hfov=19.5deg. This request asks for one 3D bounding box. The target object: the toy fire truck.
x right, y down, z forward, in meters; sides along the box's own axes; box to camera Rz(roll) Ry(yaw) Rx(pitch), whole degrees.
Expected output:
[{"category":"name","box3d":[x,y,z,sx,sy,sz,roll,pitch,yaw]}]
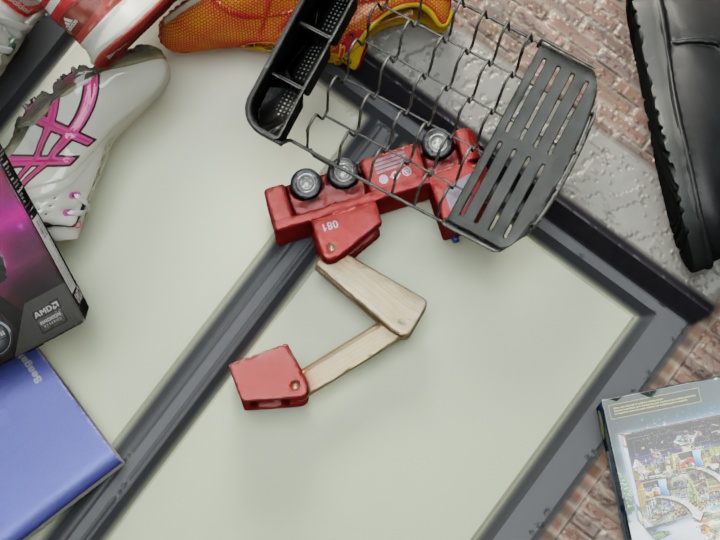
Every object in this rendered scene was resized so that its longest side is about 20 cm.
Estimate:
[{"category":"toy fire truck","box3d":[0.000,0.000,1.358,0.199,0.049,0.142,-17,79,-3]}]

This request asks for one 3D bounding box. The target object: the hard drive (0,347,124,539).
[{"category":"hard drive","box3d":[-0.270,0.133,1.347,0.200,0.025,0.132,-37,80,-6]}]

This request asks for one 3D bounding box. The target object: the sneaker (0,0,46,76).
[{"category":"sneaker","box3d":[-0.247,-0.162,1.352,0.093,0.070,0.201,-7,55,42]}]

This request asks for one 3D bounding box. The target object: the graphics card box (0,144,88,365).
[{"category":"graphics card box","box3d":[-0.269,-0.030,1.305,0.125,0.051,0.201,-27,101,0]}]

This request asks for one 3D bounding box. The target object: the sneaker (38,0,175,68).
[{"category":"sneaker","box3d":[-0.148,-0.226,1.346,0.116,0.078,0.200,44,41,-8]}]

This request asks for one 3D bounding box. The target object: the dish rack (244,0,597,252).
[{"category":"dish rack","box3d":[0.045,-0.110,1.324,0.199,0.055,0.154,28,84,5]}]

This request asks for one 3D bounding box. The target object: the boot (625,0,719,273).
[{"category":"boot","box3d":[0.270,-0.109,1.360,0.167,0.076,0.202,-10,72,3]}]

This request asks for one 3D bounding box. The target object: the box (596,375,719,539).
[{"category":"box","box3d":[0.261,0.132,1.330,0.198,0.038,0.138,-11,78,-1]}]

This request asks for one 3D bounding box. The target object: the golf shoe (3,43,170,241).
[{"category":"golf shoe","box3d":[-0.196,-0.067,1.368,0.200,0.073,0.092,-38,86,4]}]

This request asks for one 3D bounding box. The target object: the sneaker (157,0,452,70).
[{"category":"sneaker","box3d":[-0.035,-0.167,1.384,0.198,0.073,0.078,-11,88,2]}]
